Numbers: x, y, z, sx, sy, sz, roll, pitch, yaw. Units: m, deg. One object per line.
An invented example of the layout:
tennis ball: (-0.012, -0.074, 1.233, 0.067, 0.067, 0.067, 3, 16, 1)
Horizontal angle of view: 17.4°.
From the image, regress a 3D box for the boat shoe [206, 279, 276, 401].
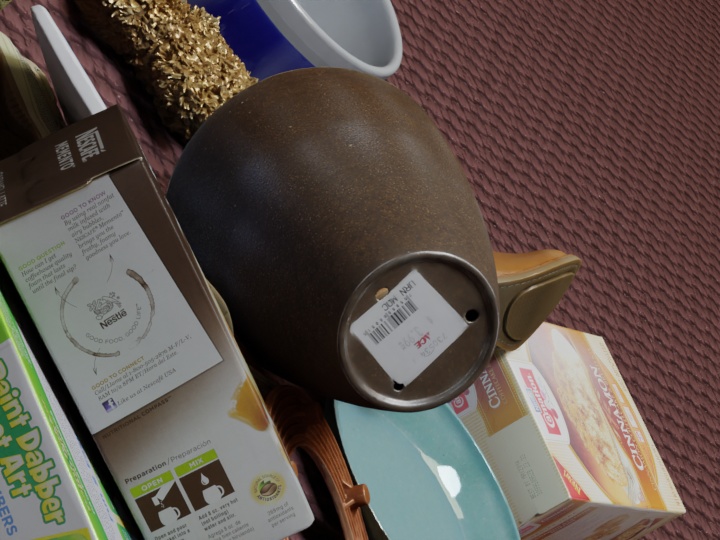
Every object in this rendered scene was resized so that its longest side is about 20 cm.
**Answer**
boat shoe: (-0.105, 0.037, 1.296, 0.068, 0.072, 0.200, 52, -4, 39)

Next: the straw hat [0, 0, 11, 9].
straw hat: (-0.218, -0.186, 1.294, 0.201, 0.201, 0.085, 25, 68, -52)

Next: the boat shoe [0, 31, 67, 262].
boat shoe: (-0.180, -0.050, 1.280, 0.065, 0.072, 0.200, 29, 30, -47)

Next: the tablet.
tablet: (-0.138, -0.057, 1.309, 0.130, 0.014, 0.200, 58, -8, 16)

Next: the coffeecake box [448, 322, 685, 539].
coffeecake box: (0.135, 0.118, 1.697, 0.200, 0.073, 0.154, 14, 48, -58)

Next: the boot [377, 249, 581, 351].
boot: (0.044, -0.008, 1.595, 0.155, 0.077, 0.200, 41, 43, 25)

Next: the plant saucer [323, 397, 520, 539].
plant saucer: (0.034, 0.145, 1.502, 0.200, 0.036, 0.200, 44, 26, -28)

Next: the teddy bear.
teddy bear: (-0.102, -0.130, 1.545, 0.200, 0.067, 0.145, 57, 20, -1)

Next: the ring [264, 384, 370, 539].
ring: (-0.016, 0.160, 1.314, 0.200, 0.019, 0.201, -13, 90, -77)

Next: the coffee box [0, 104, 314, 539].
coffee box: (-0.103, 0.035, 1.130, 0.200, 0.080, 0.114, 65, -4, -20)

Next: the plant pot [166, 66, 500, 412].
plant pot: (0.000, 0.000, 1.341, 0.187, 0.187, 0.200, 45, 1, -26)

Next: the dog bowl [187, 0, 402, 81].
dog bowl: (-0.060, -0.207, 1.717, 0.200, 0.079, 0.200, 45, 25, -28)

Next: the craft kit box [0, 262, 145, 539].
craft kit box: (-0.141, 0.097, 1.100, 0.198, 0.048, 0.200, 76, -11, -72)
